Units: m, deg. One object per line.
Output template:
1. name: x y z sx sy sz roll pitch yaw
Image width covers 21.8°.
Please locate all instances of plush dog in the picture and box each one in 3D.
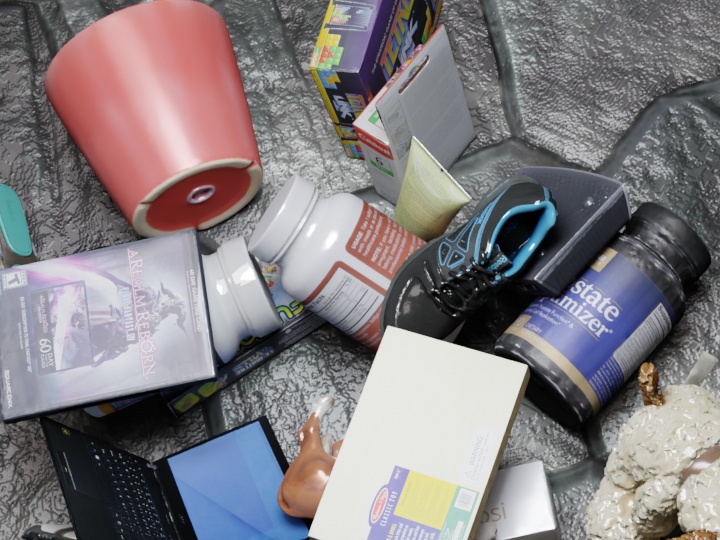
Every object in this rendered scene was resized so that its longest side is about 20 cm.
1. plush dog: 0.295 0.175 1.558 0.199 0.161 0.172 -27 40 -17

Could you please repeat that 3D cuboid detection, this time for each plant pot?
1. plant pot: -0.193 -0.143 1.867 0.199 0.201 0.178 -26 68 -1

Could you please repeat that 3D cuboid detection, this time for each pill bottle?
1. pill bottle: 0.224 0.037 1.704 0.112 0.112 0.200 37 76 27
2. pill bottle: 0.000 0.000 1.728 0.199 0.112 0.113 34 70 -11
3. pill bottle: -0.182 0.049 1.752 0.199 0.117 0.117 -24 59 1

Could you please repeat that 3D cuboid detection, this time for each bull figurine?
1. bull figurine: 0.027 0.183 1.627 0.199 0.065 0.122 9 61 15

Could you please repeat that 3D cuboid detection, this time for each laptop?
1. laptop: -0.162 0.184 1.659 0.103 0.199 0.178 -51 36 15

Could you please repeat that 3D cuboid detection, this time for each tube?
1. tube: 0.064 -0.062 1.744 0.058 0.200 0.052 7 73 -3

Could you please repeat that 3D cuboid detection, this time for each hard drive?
1. hard drive: 0.165 -0.036 1.737 0.135 0.042 0.200 -46 21 -11

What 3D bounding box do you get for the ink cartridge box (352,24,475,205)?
1. ink cartridge box: 0.048 -0.152 1.796 0.050 0.200 0.109 32 73 26

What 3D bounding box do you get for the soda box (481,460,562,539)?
1. soda box: 0.075 0.231 1.663 0.199 0.064 0.069 -13 60 7

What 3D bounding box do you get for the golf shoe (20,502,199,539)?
1. golf shoe: -0.213 0.256 1.725 0.199 0.078 0.095 9 43 20

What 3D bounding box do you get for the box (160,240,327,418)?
1. box: -0.124 0.044 1.828 0.199 0.035 0.110 -33 60 -5

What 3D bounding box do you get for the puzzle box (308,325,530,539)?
1. puzzle box: 0.050 0.156 1.582 0.132 0.025 0.201 16 70 18

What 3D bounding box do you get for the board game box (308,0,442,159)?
1. board game box: 0.019 -0.237 1.870 0.056 0.166 0.201 9 65 18

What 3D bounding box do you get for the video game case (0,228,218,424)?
1. video game case: -0.234 0.050 1.689 0.199 0.019 0.144 -12 70 6

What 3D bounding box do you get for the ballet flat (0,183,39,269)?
1. ballet flat: -0.355 0.006 1.897 0.072 0.072 0.201 -24 59 0

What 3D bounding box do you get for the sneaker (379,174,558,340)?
1. sneaker: 0.094 -0.003 1.643 0.073 0.082 0.200 41 92 -15
